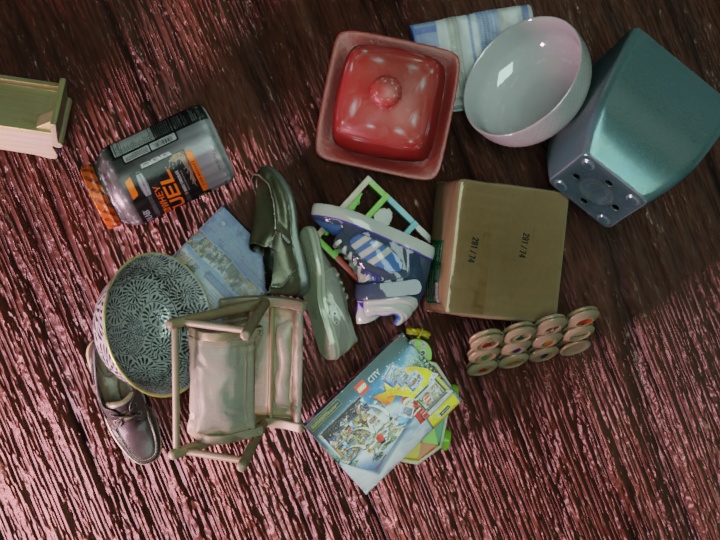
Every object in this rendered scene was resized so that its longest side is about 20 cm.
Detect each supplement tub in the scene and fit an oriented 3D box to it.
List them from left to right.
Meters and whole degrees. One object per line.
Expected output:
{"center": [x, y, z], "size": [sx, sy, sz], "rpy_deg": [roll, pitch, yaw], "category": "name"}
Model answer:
{"center": [-0.292, -0.145, 1.654], "size": [0.198, 0.122, 0.124], "rpy_deg": [-26, 92, -5], "category": "supplement tub"}

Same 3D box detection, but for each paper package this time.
{"center": [0.201, -0.028, 1.711], "size": [0.188, 0.103, 0.203], "rpy_deg": [6, 89, -14], "category": "paper package"}

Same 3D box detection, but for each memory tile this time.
{"center": [0.254, 0.108, 1.706], "size": [0.197, 0.154, 0.017], "rpy_deg": [-13, 64, -6], "category": "memory tile"}

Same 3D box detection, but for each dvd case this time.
{"center": [-0.224, 0.024, 1.712], "size": [0.143, 0.018, 0.200], "rpy_deg": [45, 84, -5], "category": "dvd case"}

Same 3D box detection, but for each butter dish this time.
{"center": [0.039, -0.250, 1.671], "size": [0.197, 0.148, 0.203], "rpy_deg": [12, 89, 2], "category": "butter dish"}

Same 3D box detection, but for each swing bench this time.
{"center": [-0.170, 0.151, 1.625], "size": [0.128, 0.200, 0.202], "rpy_deg": [6, 102, 21], "category": "swing bench"}

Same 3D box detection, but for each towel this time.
{"center": [0.183, -0.323, 1.761], "size": [0.197, 0.024, 0.149], "rpy_deg": [-10, 90, -6], "category": "towel"}

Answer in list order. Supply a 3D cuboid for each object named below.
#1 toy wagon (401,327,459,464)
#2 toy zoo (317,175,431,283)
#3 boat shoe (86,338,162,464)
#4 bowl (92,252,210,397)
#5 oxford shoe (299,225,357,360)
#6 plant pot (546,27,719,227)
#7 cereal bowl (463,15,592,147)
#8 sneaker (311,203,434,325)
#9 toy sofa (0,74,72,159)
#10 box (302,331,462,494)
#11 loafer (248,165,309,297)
{"center": [0.071, 0.186, 1.734], "size": [0.153, 0.040, 0.203], "rpy_deg": [11, 88, -7], "category": "toy wagon"}
{"center": [0.040, -0.028, 1.742], "size": [0.200, 0.020, 0.131], "rpy_deg": [44, 84, -4], "category": "toy zoo"}
{"center": [-0.349, 0.193, 1.672], "size": [0.073, 0.065, 0.202], "rpy_deg": [-26, 92, -5], "category": "boat shoe"}
{"center": [-0.312, 0.081, 1.628], "size": [0.200, 0.093, 0.203], "rpy_deg": [14, 71, -49], "category": "bowl"}
{"center": [-0.050, 0.031, 1.710], "size": [0.057, 0.075, 0.202], "rpy_deg": [-15, 90, -25], "category": "oxford shoe"}
{"center": [0.382, -0.184, 1.667], "size": [0.195, 0.196, 0.201], "rpy_deg": [38, 65, -5], "category": "plant pot"}
{"center": [0.253, -0.265, 1.680], "size": [0.083, 0.199, 0.201], "rpy_deg": [34, 85, -44], "category": "cereal bowl"}
{"center": [0.000, 0.000, 1.674], "size": [0.198, 0.081, 0.148], "rpy_deg": [22, 88, -4], "category": "sneaker"}
{"center": [-0.523, -0.232, 1.657], "size": [0.197, 0.098, 0.084], "rpy_deg": [7, 64, -6], "category": "toy sofa"}
{"center": [0.033, 0.208, 1.691], "size": [0.200, 0.038, 0.137], "rpy_deg": [-43, 94, -5], "category": "box"}
{"center": [-0.129, -0.056, 1.684], "size": [0.069, 0.075, 0.202], "rpy_deg": [-13, 83, -23], "category": "loafer"}
